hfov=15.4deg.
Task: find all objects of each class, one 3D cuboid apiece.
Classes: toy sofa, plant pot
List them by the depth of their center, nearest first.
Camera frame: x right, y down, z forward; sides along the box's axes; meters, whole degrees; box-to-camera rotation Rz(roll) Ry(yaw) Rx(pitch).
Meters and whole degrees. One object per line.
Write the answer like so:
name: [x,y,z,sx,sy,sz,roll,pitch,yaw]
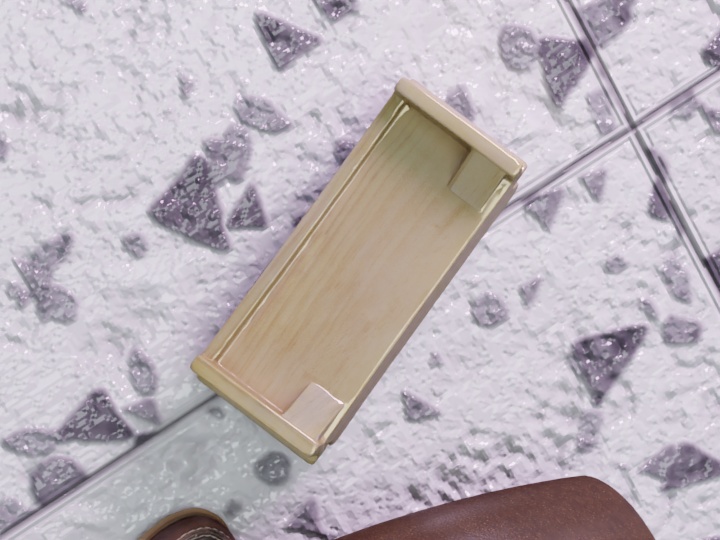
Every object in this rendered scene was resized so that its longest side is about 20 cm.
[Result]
toy sofa: [0.000,0.000,1.422,0.083,0.098,0.200,36,90,4]
plant pot: [0.065,0.198,1.440,0.200,0.187,0.188,-30,109,-24]

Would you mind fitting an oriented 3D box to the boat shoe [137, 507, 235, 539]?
boat shoe: [-0.124,0.224,1.433,0.070,0.070,0.200,30,91,-19]
